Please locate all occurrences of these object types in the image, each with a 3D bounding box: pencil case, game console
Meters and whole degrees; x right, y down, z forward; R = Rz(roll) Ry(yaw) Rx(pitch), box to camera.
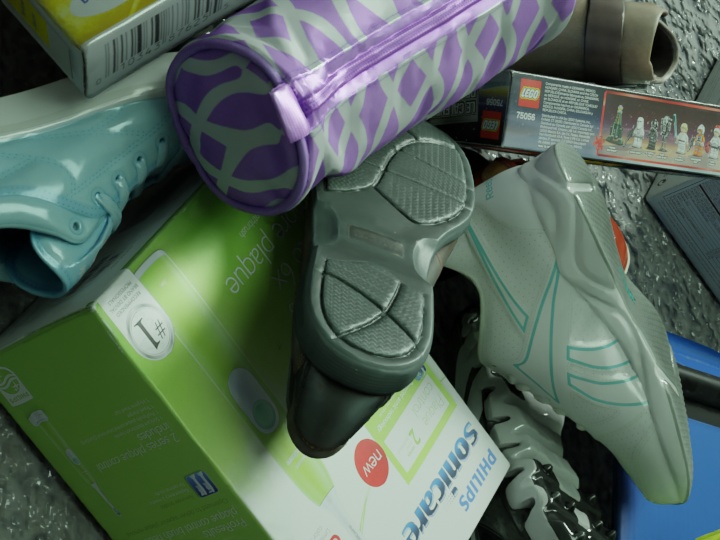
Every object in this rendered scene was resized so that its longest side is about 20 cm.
[{"bbox_3d":[0.013,-0.096,0.733,0.200,0.085,0.084,-37,115,-35],"label":"pencil case"},{"bbox_3d":[0.172,0.107,0.983,0.200,0.171,0.118,19,100,-41],"label":"game console"}]

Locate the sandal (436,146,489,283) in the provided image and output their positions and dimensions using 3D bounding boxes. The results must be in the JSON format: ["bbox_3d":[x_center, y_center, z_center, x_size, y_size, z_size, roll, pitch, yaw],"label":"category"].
[{"bbox_3d":[0.015,-0.028,0.900,0.200,0.043,0.076,-14,81,-50],"label":"sandal"}]

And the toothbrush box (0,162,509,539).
[{"bbox_3d":[-0.044,0.064,0.760,0.200,0.086,0.146,55,41,-15],"label":"toothbrush box"}]

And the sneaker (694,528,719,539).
[{"bbox_3d":[0.138,0.184,0.831,0.074,0.200,0.084,64,-1,-26],"label":"sneaker"}]

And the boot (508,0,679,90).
[{"bbox_3d":[0.086,-0.133,0.929,0.200,0.146,0.070,-12,113,-66],"label":"boot"}]

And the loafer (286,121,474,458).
[{"bbox_3d":[0.000,0.000,0.738,0.072,0.063,0.200,25,32,-4],"label":"loafer"}]

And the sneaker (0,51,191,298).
[{"bbox_3d":[-0.120,-0.029,0.713,0.200,0.074,0.082,-19,77,-29],"label":"sneaker"}]

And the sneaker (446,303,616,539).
[{"bbox_3d":[0.061,0.096,0.873,0.066,0.090,0.200,37,22,-31],"label":"sneaker"}]

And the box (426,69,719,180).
[{"bbox_3d":[0.106,-0.077,0.915,0.200,0.137,0.040,4,95,-36],"label":"box"}]

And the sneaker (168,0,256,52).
[{"bbox_3d":[-0.074,-0.100,0.805,0.200,0.079,0.075,16,48,-18],"label":"sneaker"}]

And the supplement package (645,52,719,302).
[{"bbox_3d":[0.329,-0.079,1.144,0.147,0.200,0.191,51,43,-17],"label":"supplement package"}]

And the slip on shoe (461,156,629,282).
[{"bbox_3d":[0.102,-0.023,0.921,0.074,0.061,0.200,50,19,21],"label":"slip on shoe"}]

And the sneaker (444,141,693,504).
[{"bbox_3d":[0.102,0.034,0.837,0.200,0.080,0.070,61,18,-24],"label":"sneaker"}]

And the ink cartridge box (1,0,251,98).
[{"bbox_3d":[-0.095,-0.195,0.742,0.198,0.047,0.200,-35,74,-23],"label":"ink cartridge box"}]
